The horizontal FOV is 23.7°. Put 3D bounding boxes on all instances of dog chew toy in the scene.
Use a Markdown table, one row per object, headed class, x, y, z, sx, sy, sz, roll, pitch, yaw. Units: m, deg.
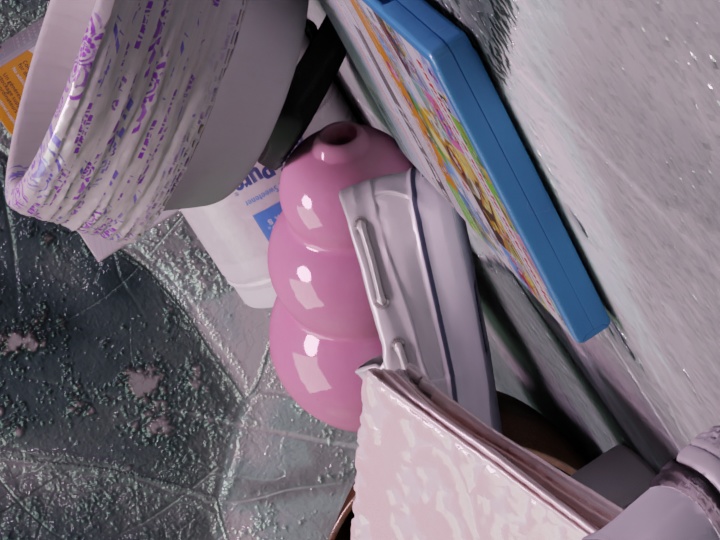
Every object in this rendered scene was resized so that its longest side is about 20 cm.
| class | x | y | z | sx | sy | sz | roll | pitch | yaw |
| --- | --- | --- | --- | --- | --- | --- | --- | --- | --- |
| dog chew toy | 0.000 | 0.000 | 1.002 | 0.125 | 0.124 | 0.200 | -126 | 19 | -46 |

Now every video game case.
| class | x | y | z | sx | sy | sz | roll | pitch | yaw |
| --- | --- | --- | --- | --- | --- | --- | --- | --- | --- |
| video game case | 0.029 | -0.069 | 0.709 | 0.143 | 0.018 | 0.200 | 60 | 177 | -32 |

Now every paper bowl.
| class | x | y | z | sx | sy | sz | roll | pitch | yaw |
| --- | --- | --- | --- | --- | --- | --- | --- | --- | --- |
| paper bowl | -0.095 | -0.111 | 0.837 | 0.104 | 0.201 | 0.201 | 16 | -168 | -19 |

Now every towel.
| class | x | y | z | sx | sy | sz | roll | pitch | yaw |
| --- | --- | --- | --- | --- | --- | --- | --- | --- | --- |
| towel | 0.066 | 0.163 | 0.778 | 0.191 | 0.032 | 0.200 | 35 | 134 | 37 |

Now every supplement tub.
| class | x | y | z | sx | sy | sz | roll | pitch | yaw |
| --- | --- | --- | --- | --- | --- | --- | --- | --- | --- |
| supplement tub | -0.073 | -0.091 | 1.109 | 0.200 | 0.132 | 0.132 | 57 | 178 | -19 |

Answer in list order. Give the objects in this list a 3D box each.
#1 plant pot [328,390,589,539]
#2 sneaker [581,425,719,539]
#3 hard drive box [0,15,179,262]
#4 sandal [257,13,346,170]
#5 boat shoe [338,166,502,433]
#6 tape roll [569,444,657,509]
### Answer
| class | x | y | z | sx | sy | sz | roll | pitch | yaw |
| --- | --- | --- | --- | --- | --- | --- | --- | --- | --- |
| plant pot | 0.074 | 0.154 | 1.081 | 0.187 | 0.187 | 0.200 | 58 | -168 | -14 |
| sneaker | 0.106 | 0.134 | 0.603 | 0.075 | 0.115 | 0.200 | 56 | 177 | 34 |
| hard drive box | -0.143 | -0.129 | 1.193 | 0.156 | 0.200 | 0.077 | 57 | 177 | -19 |
| sandal | -0.040 | -0.104 | 0.908 | 0.045 | 0.075 | 0.200 | 28 | 170 | -2 |
| boat shoe | 0.031 | 0.050 | 0.839 | 0.074 | 0.065 | 0.201 | -7 | -92 | -82 |
| tape roll | 0.155 | 0.187 | 0.846 | 0.203 | 0.071 | 0.202 | 57 | 178 | 3 |
